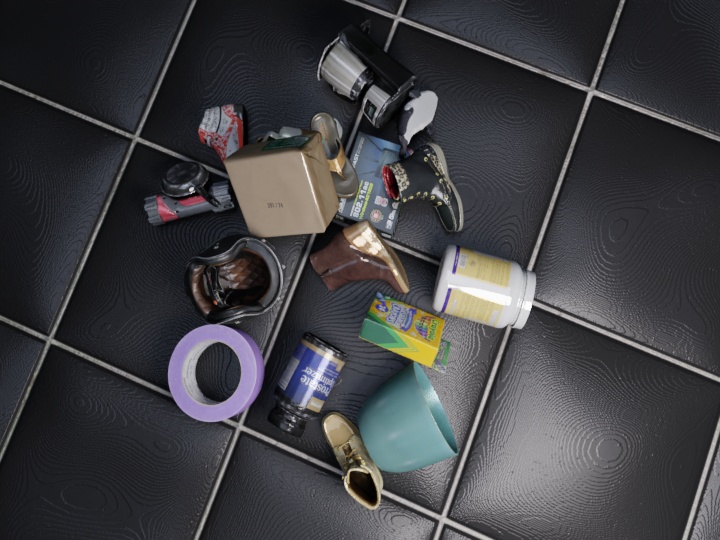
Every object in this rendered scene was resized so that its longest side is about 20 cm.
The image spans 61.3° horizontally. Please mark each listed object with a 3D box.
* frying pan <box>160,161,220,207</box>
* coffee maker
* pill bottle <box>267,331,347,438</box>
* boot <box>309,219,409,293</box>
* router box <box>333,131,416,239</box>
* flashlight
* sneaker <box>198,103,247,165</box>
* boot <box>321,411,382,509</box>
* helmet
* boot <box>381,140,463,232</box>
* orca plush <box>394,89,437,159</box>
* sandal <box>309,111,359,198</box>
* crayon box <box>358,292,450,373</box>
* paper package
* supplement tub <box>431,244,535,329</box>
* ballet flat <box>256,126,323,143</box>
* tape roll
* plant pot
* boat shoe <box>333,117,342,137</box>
[{"bbox_3d":[-0.391,-0.189,1.367,0.112,0.031,0.192,-22,47,-11],"label":"frying pan"},{"bbox_3d":[0.029,-0.453,1.375,0.199,0.135,0.193,40,86,6],"label":"coffee maker"},{"bbox_3d":[-0.118,0.246,1.306,0.110,0.112,0.204,27,85,6],"label":"pill bottle"},{"bbox_3d":[0.000,0.000,1.360,0.164,0.073,0.202,-32,105,19],"label":"boot"},{"bbox_3d":[0.035,-0.193,1.377,0.146,0.062,0.206,18,84,6],"label":"router box"},{"bbox_3d":[-0.392,-0.159,1.396,0.194,0.069,0.069,-16,45,-2],"label":"flashlight"},{"bbox_3d":[-0.317,-0.283,1.406,0.104,0.067,0.208,-3,79,3],"label":"sneaker"},{"bbox_3d":[-0.020,0.391,1.261,0.072,0.156,0.203,-31,82,-1],"label":"boot"},{"bbox_3d":[-0.260,0.015,1.302,0.188,0.199,0.203,-24,79,-43],"label":"helmet"},{"bbox_3d":[0.135,-0.161,1.322,0.151,0.073,0.209,-26,100,-31],"label":"boot"},{"bbox_3d":[0.111,-0.332,1.375,0.070,0.105,0.204,-9,53,43],"label":"orca plush"},{"bbox_3d":[-0.060,-0.255,1.328,0.079,0.055,0.206,-15,87,-2],"label":"sandal"},{"bbox_3d":[0.105,0.130,1.301,0.195,0.126,0.053,23,117,4],"label":"crayon box"},{"bbox_3d":[-0.165,-0.178,1.296,0.194,0.104,0.195,-2,123,24],"label":"paper package"},{"bbox_3d":[0.260,0.037,1.296,0.194,0.145,0.150,15,84,4],"label":"supplement tub"},{"bbox_3d":[-0.166,-0.284,1.341,0.197,0.072,0.070,5,70,48],"label":"ballet flat"},{"bbox_3d":[-0.314,0.223,1.333,0.193,0.085,0.207,0,82,2],"label":"tape roll"},{"bbox_3d":[0.088,0.317,1.252,0.158,0.200,0.205,-28,82,9],"label":"plant pot"},{"bbox_3d":[-0.118,-0.271,1.390,0.070,0.072,0.202,40,86,7],"label":"boat shoe"}]
